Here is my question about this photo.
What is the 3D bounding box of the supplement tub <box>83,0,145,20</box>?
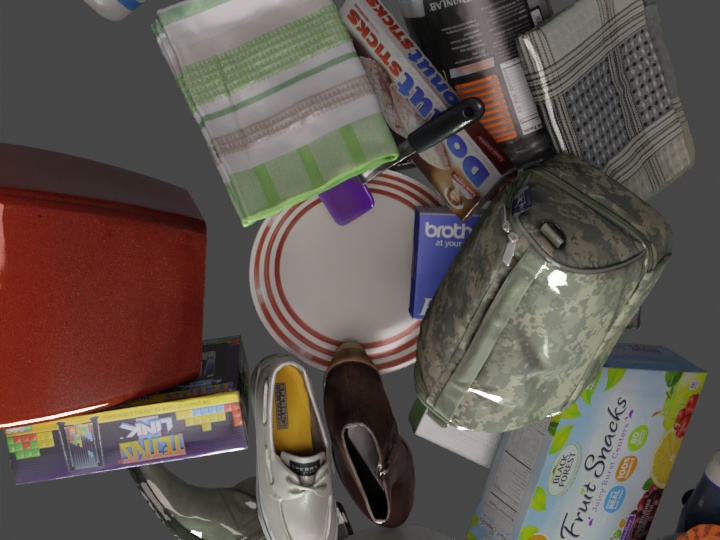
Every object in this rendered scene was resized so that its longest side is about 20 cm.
[{"bbox_3d":[-0.167,-0.313,1.461,0.200,0.132,0.132,-40,103,7],"label":"supplement tub"}]

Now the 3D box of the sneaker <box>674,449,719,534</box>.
[{"bbox_3d":[0.390,0.252,1.670,0.199,0.081,0.147,12,113,-10],"label":"sneaker"}]

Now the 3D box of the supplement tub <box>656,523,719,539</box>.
[{"bbox_3d":[0.274,0.317,1.611,0.122,0.123,0.200,27,135,-9],"label":"supplement tub"}]

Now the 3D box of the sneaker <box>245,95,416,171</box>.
[{"bbox_3d":[-0.023,-0.123,1.536,0.198,0.095,0.080,10,101,-6],"label":"sneaker"}]

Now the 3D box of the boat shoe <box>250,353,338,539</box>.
[{"bbox_3d":[-0.055,0.174,1.593,0.070,0.070,0.202,-6,90,-15],"label":"boat shoe"}]

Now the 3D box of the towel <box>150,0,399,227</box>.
[{"bbox_3d":[-0.071,-0.154,1.477,0.148,0.031,0.201,-25,77,1],"label":"towel"}]

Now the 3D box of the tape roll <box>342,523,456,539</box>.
[{"bbox_3d":[0.037,0.351,1.639,0.201,0.139,0.204,-1,104,-2],"label":"tape roll"}]

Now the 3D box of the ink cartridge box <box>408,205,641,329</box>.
[{"bbox_3d":[0.144,-0.002,1.542,0.198,0.044,0.095,3,101,-4],"label":"ink cartridge box"}]

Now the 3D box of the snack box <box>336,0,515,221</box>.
[{"bbox_3d":[0.045,-0.139,1.493,0.200,0.024,0.072,52,139,10],"label":"snack box"}]

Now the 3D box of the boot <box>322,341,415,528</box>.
[{"bbox_3d":[0.007,0.177,1.570,0.072,0.167,0.201,-13,115,4],"label":"boot"}]

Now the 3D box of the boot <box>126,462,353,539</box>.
[{"bbox_3d":[-0.109,0.206,1.643,0.131,0.068,0.200,-46,102,-4],"label":"boot"}]

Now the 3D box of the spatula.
[{"bbox_3d":[0.030,-0.096,1.485,0.199,0.021,0.057,-30,96,38],"label":"spatula"}]

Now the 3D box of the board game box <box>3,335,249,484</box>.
[{"bbox_3d":[-0.196,0.118,1.553,0.198,0.165,0.057,-9,106,0],"label":"board game box"}]

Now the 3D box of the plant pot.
[{"bbox_3d":[-0.225,0.008,1.517,0.175,0.200,0.201,0,105,-13],"label":"plant pot"}]

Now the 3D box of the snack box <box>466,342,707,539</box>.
[{"bbox_3d":[0.202,0.165,1.596,0.168,0.068,0.201,6,108,-38],"label":"snack box"}]

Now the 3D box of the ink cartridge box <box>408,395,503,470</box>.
[{"bbox_3d":[0.134,0.075,1.612,0.103,0.059,0.201,25,99,-9],"label":"ink cartridge box"}]

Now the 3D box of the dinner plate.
[{"bbox_3d":[0.000,0.000,1.596,0.198,0.024,0.202,-1,114,-3],"label":"dinner plate"}]

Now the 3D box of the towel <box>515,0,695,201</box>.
[{"bbox_3d":[0.216,-0.142,1.509,0.034,0.200,0.194,-7,110,41],"label":"towel"}]

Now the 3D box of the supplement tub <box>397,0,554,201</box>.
[{"bbox_3d":[0.115,-0.169,1.516,0.122,0.123,0.201,-19,105,2],"label":"supplement tub"}]

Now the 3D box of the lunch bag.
[{"bbox_3d":[0.134,0.022,1.401,0.139,0.168,0.201,37,123,13],"label":"lunch bag"}]
